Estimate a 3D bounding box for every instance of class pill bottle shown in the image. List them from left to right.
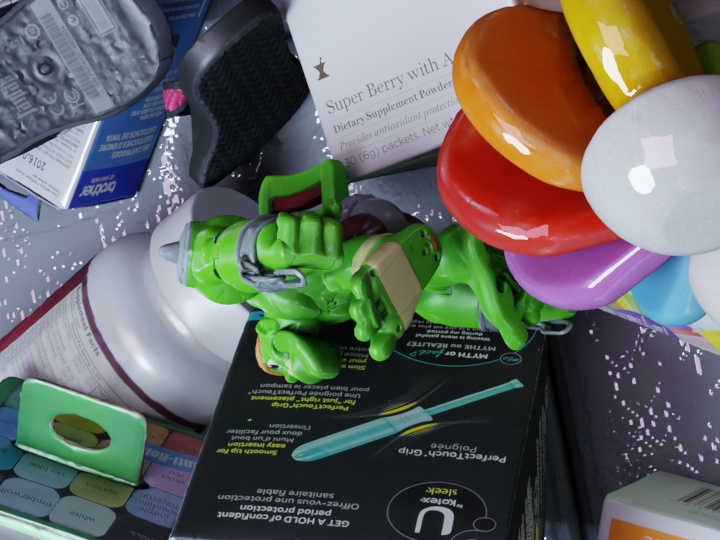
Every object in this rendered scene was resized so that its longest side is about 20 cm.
[{"bbox_3d":[-0.119,0.050,1.528,0.200,0.109,0.110,-39,78,27],"label":"pill bottle"}]

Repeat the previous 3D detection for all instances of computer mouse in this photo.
[{"bbox_3d":[-0.188,-0.118,1.479,0.199,0.046,0.141,-30,102,28],"label":"computer mouse"}]

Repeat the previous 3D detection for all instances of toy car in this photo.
[{"bbox_3d":[0.112,-0.048,1.230,0.150,0.200,0.176,-34,46,19],"label":"toy car"}]

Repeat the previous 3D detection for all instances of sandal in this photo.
[{"bbox_3d":[-0.065,-0.095,1.446,0.075,0.200,0.045,-43,78,-11],"label":"sandal"}]

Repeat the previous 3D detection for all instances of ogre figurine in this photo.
[{"bbox_3d":[0.000,0.000,1.348,0.119,0.199,0.099,2,104,42],"label":"ogre figurine"}]

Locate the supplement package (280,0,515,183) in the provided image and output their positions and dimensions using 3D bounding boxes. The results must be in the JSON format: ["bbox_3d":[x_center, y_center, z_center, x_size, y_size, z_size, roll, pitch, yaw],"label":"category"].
[{"bbox_3d":[0.033,-0.158,1.407,0.121,0.120,0.201,-21,86,31],"label":"supplement package"}]

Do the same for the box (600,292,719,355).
[{"bbox_3d":[0.153,-0.006,1.365,0.199,0.117,0.049,20,71,24],"label":"box"}]

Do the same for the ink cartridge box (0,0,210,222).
[{"bbox_3d":[-0.162,-0.123,1.547,0.136,0.076,0.201,31,109,22],"label":"ink cartridge box"}]

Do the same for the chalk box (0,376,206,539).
[{"bbox_3d":[-0.145,0.138,1.446,0.124,0.124,0.201,18,117,7],"label":"chalk box"}]

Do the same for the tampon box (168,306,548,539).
[{"bbox_3d":[0.005,0.121,1.379,0.149,0.200,0.127,3,122,9],"label":"tampon box"}]

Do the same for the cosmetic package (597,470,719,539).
[{"bbox_3d":[0.157,0.207,1.417,0.101,0.071,0.201,13,104,27],"label":"cosmetic package"}]
